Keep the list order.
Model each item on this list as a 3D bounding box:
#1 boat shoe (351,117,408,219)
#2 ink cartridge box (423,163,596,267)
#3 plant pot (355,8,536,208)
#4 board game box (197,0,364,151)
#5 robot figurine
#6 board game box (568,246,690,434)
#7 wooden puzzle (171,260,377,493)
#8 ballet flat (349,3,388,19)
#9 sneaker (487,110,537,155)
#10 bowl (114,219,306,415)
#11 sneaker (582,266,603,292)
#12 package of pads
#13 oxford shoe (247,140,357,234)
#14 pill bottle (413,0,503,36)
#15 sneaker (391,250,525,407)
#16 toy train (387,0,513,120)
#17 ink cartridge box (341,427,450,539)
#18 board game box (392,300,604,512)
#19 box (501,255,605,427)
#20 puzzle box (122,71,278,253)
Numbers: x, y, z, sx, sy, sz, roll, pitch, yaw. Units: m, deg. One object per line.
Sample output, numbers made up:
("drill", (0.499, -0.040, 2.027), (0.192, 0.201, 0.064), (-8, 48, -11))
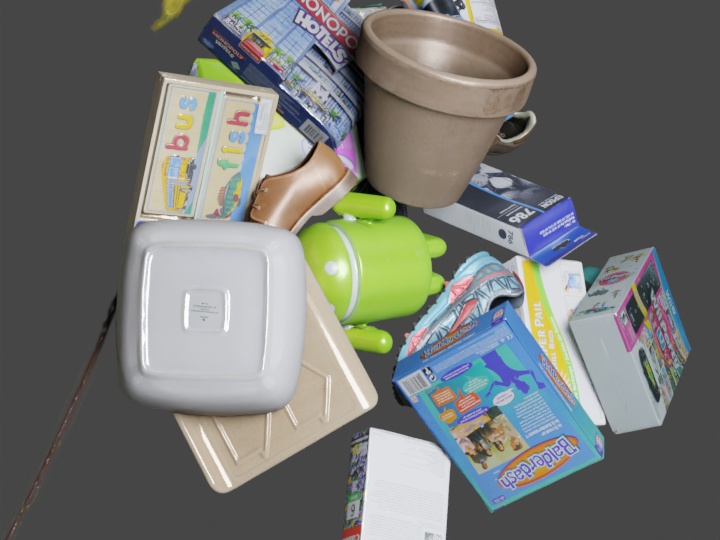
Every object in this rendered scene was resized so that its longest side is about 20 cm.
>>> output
("boat shoe", (0.019, -0.131, 1.592), (0.074, 0.062, 0.203), (-5, 76, -33))
("ink cartridge box", (0.177, -0.072, 1.596), (0.099, 0.199, 0.040), (-30, 131, -35))
("plant pot", (0.080, -0.170, 1.472), (0.197, 0.177, 0.201), (10, 28, -6))
("board game box", (-0.048, -0.269, 1.520), (0.199, 0.062, 0.201), (41, 59, -8))
("robot figurine", (0.000, 0.000, 1.497), (0.198, 0.115, 0.178), (-6, 106, -32))
("board game box", (0.326, 0.080, 1.593), (0.149, 0.064, 0.200), (67, 30, -14))
("wooden puzzle", (-0.107, 0.107, 1.407), (0.198, 0.046, 0.187), (-29, 82, -6))
("ballet flat", (-0.047, -0.290, 1.614), (0.198, 0.072, 0.073), (-7, 75, -32))
("sneaker", (0.132, -0.177, 1.666), (0.198, 0.075, 0.071), (-13, 78, -34))
("bowl", (-0.153, 0.044, 1.353), (0.197, 0.075, 0.203), (3, 84, -2))
("sneaker", (0.289, 0.079, 1.657), (0.071, 0.080, 0.202), (26, 60, -19))
("package of pads", (-0.098, -0.157, 1.528), (0.197, 0.068, 0.157), (-2, 73, -28))
("oxford shoe", (-0.098, -0.060, 1.434), (0.200, 0.071, 0.071), (-44, 109, -13))
("pill bottle", (0.125, -0.311, 1.697), (0.103, 0.104, 0.203), (-4, 74, -31))
("sneaker", (0.113, 0.077, 1.510), (0.095, 0.079, 0.201), (32, 85, 26))
("toy train", (0.099, -0.244, 1.602), (0.202, 0.113, 0.087), (66, 11, 17))
("ink cartridge box", (0.037, 0.283, 1.452), (0.108, 0.050, 0.203), (17, 65, -25))
("board game box", (0.152, 0.152, 1.462), (0.201, 0.151, 0.045), (54, 24, -16))
("box", (0.206, 0.097, 1.583), (0.100, 0.112, 0.203), (5, 71, -30))
("puzzle box", (-0.170, -0.103, 1.415), (0.131, 0.025, 0.203), (4, 112, -27))
